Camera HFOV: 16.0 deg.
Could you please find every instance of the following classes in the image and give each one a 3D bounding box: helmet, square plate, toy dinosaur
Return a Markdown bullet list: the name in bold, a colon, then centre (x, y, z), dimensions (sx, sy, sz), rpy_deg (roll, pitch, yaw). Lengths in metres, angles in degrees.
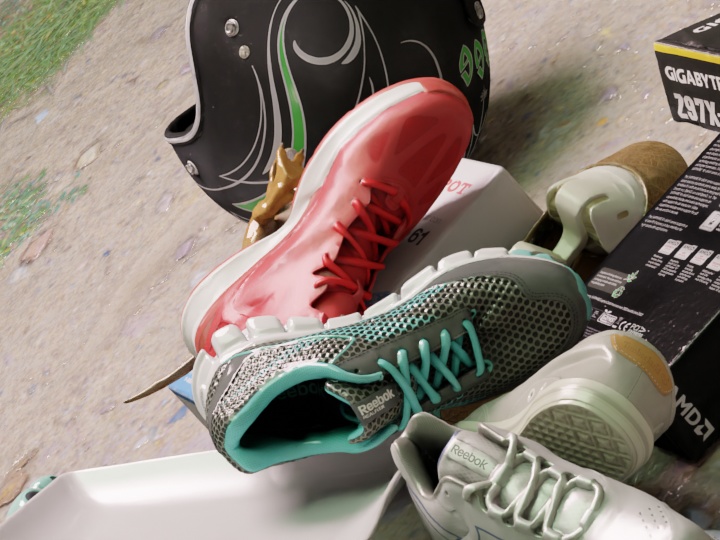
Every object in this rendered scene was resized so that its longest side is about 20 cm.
- **helmet**: centre (-0.020, -0.113, 1.574), dimensions (0.199, 0.191, 0.200), rpy_deg (3, 25, -2)
- **square plate**: centre (-0.073, 0.118, 1.186), dimensions (0.197, 0.029, 0.200), rpy_deg (-7, 10, 12)
- **toy dinosaur**: centre (-0.049, -0.005, 1.416), dimensions (0.106, 0.060, 0.200), rpy_deg (-56, 2, 42)

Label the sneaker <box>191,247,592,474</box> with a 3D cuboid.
- **sneaker**: centre (0.016, 0.052, 1.216), dimensions (0.199, 0.078, 0.091), rpy_deg (-19, 21, 7)

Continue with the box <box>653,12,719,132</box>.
- **box**: centre (0.265, -0.117, 1.222), dimensions (0.200, 0.049, 0.160), rpy_deg (-24, 21, -17)

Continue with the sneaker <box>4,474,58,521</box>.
- **sneaker**: centre (-0.204, 0.205, 1.475), dimensions (0.140, 0.078, 0.200), rpy_deg (-58, -9, 24)

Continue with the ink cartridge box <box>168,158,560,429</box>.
- **ink cartridge box**: centre (0.008, 0.030, 1.420), dimensions (0.200, 0.085, 0.144), rpy_deg (-46, 24, -12)

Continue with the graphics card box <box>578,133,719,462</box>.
- **graphics card box**: centre (0.183, -0.006, 1.249), dimensions (0.200, 0.051, 0.125), rpy_deg (-46, 24, -11)

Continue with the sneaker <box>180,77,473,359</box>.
- **sneaker**: centre (0.000, 0.000, 1.317), dimensions (0.200, 0.078, 0.116), rpy_deg (-50, 35, 11)

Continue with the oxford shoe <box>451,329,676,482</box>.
- **oxford shoe**: centre (0.091, 0.077, 1.191), dimensions (0.058, 0.075, 0.200), rpy_deg (-53, 5, -26)

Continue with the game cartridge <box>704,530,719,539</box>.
- **game cartridge**: centre (0.096, 0.191, 1.074), dimensions (0.133, 0.041, 0.200), rpy_deg (-14, 37, 55)

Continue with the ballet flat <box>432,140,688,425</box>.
- **ballet flat**: centre (0.100, -0.002, 1.334), dimensions (0.068, 0.072, 0.200), rpy_deg (35, 76, 33)

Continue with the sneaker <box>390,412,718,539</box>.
- **sneaker**: centre (0.075, 0.110, 1.094), dimensions (0.075, 0.087, 0.200), rpy_deg (-49, 25, -19)
